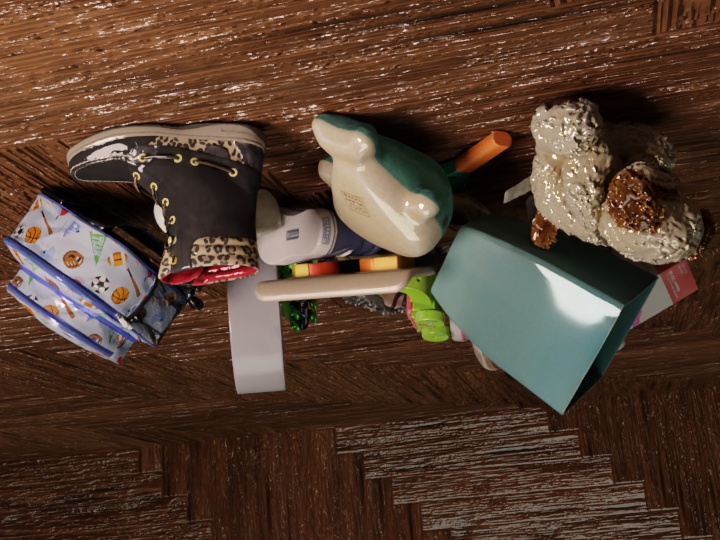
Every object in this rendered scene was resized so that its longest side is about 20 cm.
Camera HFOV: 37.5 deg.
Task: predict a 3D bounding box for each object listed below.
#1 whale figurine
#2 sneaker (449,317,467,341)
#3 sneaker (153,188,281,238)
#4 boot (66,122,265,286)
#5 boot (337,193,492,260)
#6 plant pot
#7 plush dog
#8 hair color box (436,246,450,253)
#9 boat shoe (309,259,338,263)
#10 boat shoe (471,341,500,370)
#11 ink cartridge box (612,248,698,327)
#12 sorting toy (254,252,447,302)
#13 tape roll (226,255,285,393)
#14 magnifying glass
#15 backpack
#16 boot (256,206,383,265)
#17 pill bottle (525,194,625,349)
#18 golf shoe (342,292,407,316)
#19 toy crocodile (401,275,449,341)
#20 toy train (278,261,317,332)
[{"bbox_3d":[0.026,-0.101,1.095,0.159,0.104,0.200,23,159,37],"label":"whale figurine"},{"bbox_3d":[0.174,0.049,1.447,0.104,0.076,0.200,0,160,7],"label":"sneaker"},{"bbox_3d":[-0.186,-0.050,1.184,0.111,0.077,0.200,-19,178,29],"label":"sneaker"},{"bbox_3d":[-0.189,-0.063,1.042,0.199,0.151,0.073,-4,164,-2],"label":"boot"},{"bbox_3d":[0.088,-0.040,1.319,0.175,0.066,0.200,0,168,-41],"label":"boot"},{"bbox_3d":[0.192,0.028,1.166,0.200,0.142,0.141,33,-154,19],"label":"plant pot"},{"bbox_3d":[0.256,-0.065,1.043,0.200,0.161,0.172,12,-161,-43],"label":"plush dog"},{"bbox_3d":[0.204,-0.020,1.467,0.200,0.061,0.101,3,163,-26],"label":"hair color box"},{"bbox_3d":[-0.015,0.000,1.490,0.063,0.074,0.201,35,-172,20],"label":"boat shoe"},{"bbox_3d":[0.172,0.051,1.319,0.072,0.076,0.200,-4,135,13],"label":"boat shoe"},{"bbox_3d":[0.324,0.023,1.400,0.200,0.117,0.068,-32,129,6],"label":"ink cartridge box"},{"bbox_3d":[0.000,0.000,1.217,0.185,0.037,0.200,-5,-175,22],"label":"sorting toy"},{"bbox_3d":[-0.138,0.062,1.410,0.066,0.201,0.200,-3,164,-3],"label":"tape roll"},{"bbox_3d":[0.105,-0.112,1.197,0.079,0.022,0.200,3,165,-27],"label":"magnifying glass"},{"bbox_3d":[-0.312,0.002,1.203,0.200,0.154,0.191,22,158,28],"label":"backpack"},{"bbox_3d":[-0.050,-0.038,1.256,0.090,0.073,0.200,4,-178,-28],"label":"boot"},{"bbox_3d":[0.257,0.004,1.303,0.111,0.201,0.111,-5,167,-1],"label":"pill bottle"},{"bbox_3d":[0.037,0.010,1.453,0.078,0.095,0.200,18,-173,19],"label":"golf shoe"},{"bbox_3d":[0.087,0.051,1.425,0.062,0.068,0.200,0,162,10],"label":"toy crocodile"},{"bbox_3d":[-0.084,0.008,1.401,0.042,0.056,0.200,-26,147,-22],"label":"toy train"}]
